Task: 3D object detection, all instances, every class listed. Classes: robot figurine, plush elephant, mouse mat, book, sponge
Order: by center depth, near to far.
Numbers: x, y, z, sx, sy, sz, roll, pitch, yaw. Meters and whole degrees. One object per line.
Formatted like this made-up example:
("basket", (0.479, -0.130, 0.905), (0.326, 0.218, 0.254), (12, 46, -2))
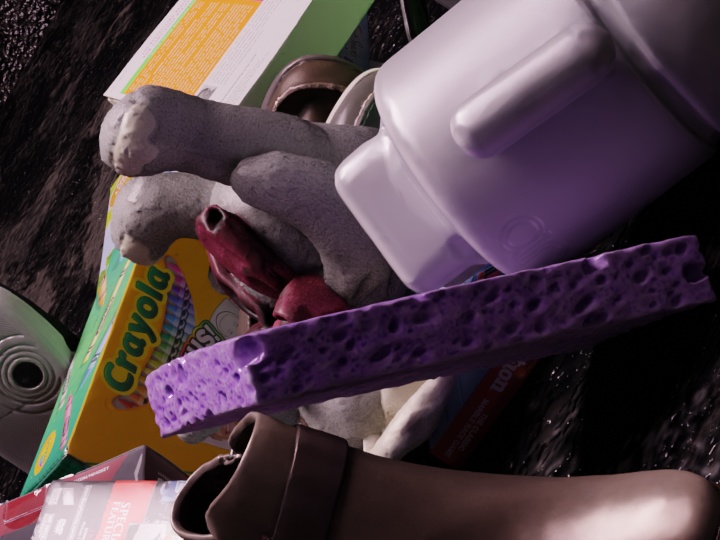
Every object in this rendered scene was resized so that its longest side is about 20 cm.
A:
("sponge", (0.026, 0.027, 1.093), (0.111, 0.199, 0.030), (-25, 79, 64))
("robot figurine", (0.086, -0.074, 1.155), (0.200, 0.113, 0.170), (-39, -4, 15))
("plush elephant", (-0.024, 0.021, 1.258), (0.165, 0.199, 0.156), (123, 150, -71))
("mouse mat", (0.026, -0.144, 1.416), (0.200, 0.007, 0.162), (63, -164, -70))
("book", (-0.059, -0.130, 1.548), (0.134, 0.048, 0.200), (-56, 20, -6))

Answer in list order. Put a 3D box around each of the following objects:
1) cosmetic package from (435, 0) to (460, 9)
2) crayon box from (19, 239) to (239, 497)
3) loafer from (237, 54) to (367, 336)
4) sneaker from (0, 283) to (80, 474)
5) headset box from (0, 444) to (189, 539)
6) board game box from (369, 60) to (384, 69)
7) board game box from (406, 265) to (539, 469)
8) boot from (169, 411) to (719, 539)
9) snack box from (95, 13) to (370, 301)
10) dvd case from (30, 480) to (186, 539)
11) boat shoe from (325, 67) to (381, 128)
("cosmetic package", (0.095, -0.248, 1.594), (0.200, 0.074, 0.102), (-45, 21, 39))
("crayon box", (-0.093, 0.065, 1.507), (0.058, 0.118, 0.201), (-45, 21, 43))
("loafer", (-0.023, -0.008, 1.431), (0.071, 0.073, 0.201), (-94, 9, -73))
("sneaker", (-0.162, 0.065, 1.585), (0.073, 0.200, 0.112), (-28, 26, 18))
("headset box", (-0.139, 0.186, 1.337), (0.148, 0.075, 0.201), (-24, 46, 26))
("board game box", (-0.025, -0.062, 1.696), (0.136, 0.034, 0.200), (-60, 15, -1))
("board game box", (0.059, 0.005, 1.318), (0.103, 0.019, 0.200), (-57, 15, 18))
("boot", (0.021, 0.092, 1.018), (0.200, 0.146, 0.070), (-41, 27, 52))
("snack box", (-0.074, -0.066, 1.660), (0.200, 0.068, 0.169), (-50, 19, 24))
("dvd case", (-0.075, 0.158, 1.238), (0.199, 0.022, 0.147), (-4, 55, 33))
("boat shoe", (0.000, 0.000, 1.379), (0.057, 0.067, 0.201), (10, 81, 61))
